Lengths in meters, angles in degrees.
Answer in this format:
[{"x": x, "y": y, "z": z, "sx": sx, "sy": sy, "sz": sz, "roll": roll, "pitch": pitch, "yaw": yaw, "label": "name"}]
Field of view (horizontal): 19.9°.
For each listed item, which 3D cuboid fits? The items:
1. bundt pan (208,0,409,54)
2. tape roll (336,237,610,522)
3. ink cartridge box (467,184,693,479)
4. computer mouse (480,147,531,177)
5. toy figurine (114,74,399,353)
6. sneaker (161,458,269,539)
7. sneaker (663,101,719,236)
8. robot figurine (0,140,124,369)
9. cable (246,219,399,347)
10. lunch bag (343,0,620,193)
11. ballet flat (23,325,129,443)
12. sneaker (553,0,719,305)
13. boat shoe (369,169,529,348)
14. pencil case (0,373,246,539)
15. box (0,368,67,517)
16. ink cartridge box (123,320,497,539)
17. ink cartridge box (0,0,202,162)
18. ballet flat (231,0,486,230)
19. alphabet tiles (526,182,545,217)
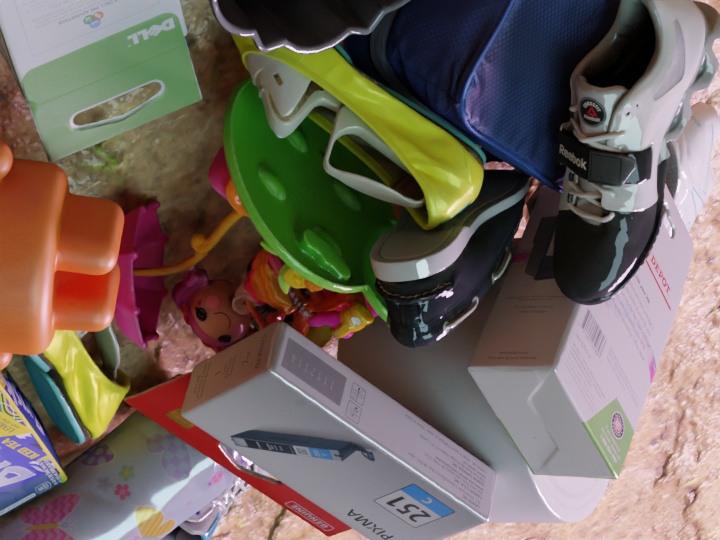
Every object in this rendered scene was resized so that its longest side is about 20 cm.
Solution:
[{"x": -0.028, "y": -0.227, "z": 1.154, "sx": 0.201, "sy": 0.076, "sz": 0.203, "roll": -25, "pitch": 137, "yaw": -26, "label": "bundt pan"}, {"x": 0.089, "y": 0.079, "z": 1.461, "sx": 0.138, "sy": 0.204, "sz": 0.203, "roll": -5, "pitch": 154, "yaw": 28, "label": "tape roll"}, {"x": 0.151, "y": 0.023, "z": 1.358, "sx": 0.067, "sy": 0.201, "sz": 0.117, "roll": -1, "pitch": 137, "yaw": 34, "label": "ink cartridge box"}, {"x": 0.031, "y": -0.076, "z": 1.394, "sx": 0.198, "sy": 0.034, "sz": 0.059, "roll": -3, "pitch": 134, "yaw": -16, "label": "computer mouse"}, {"x": -0.076, "y": -0.003, "z": 1.328, "sx": 0.184, "sy": 0.151, "sz": 0.200, "roll": -30, "pitch": 115, "yaw": 34, "label": "toy figurine"}, {"x": -0.115, "y": 0.166, "z": 1.541, "sx": 0.199, "sy": 0.087, "sz": 0.075, "roll": -21, "pitch": 140, "yaw": -17, "label": "sneaker"}, {"x": 0.234, "y": -0.046, "z": 1.571, "sx": 0.080, "sy": 0.070, "sz": 0.201, "roll": -33, "pitch": 153, "yaw": -31, "label": "sneaker"}, {"x": -0.240, "y": -0.014, "z": 1.199, "sx": 0.198, "sy": 0.118, "sz": 0.144, "roll": 5, "pitch": 158, "yaw": -4, "label": "robot figurine"}, {"x": 0.000, "y": 0.000, "z": 1.416, "sx": 0.199, "sy": 0.097, "sz": 0.050, "roll": -27, "pitch": 131, "yaw": 1, "label": "cable"}, {"x": 0.094, "y": -0.146, "z": 1.307, "sx": 0.200, "sy": 0.132, "sz": 0.136, "roll": 30, "pitch": 92, "yaw": -51, "label": "lunch bag"}, {"x": -0.199, "y": 0.043, "z": 1.357, "sx": 0.067, "sy": 0.067, "sz": 0.200, "roll": -42, "pitch": 149, "yaw": -14, "label": "ballet flat"}, {"x": 0.149, "y": -0.080, "z": 1.251, "sx": 0.088, "sy": 0.074, "sz": 0.201, "roll": 15, "pitch": 94, "yaw": -50, "label": "sneaker"}, {"x": 0.058, "y": -0.013, "z": 1.290, "sx": 0.200, "sy": 0.075, "sz": 0.061, "roll": -39, "pitch": 124, "yaw": -56, "label": "boat shoe"}, {"x": -0.177, "y": 0.160, "z": 1.457, "sx": 0.200, "sy": 0.091, "sz": 0.083, "roll": -39, "pitch": 151, "yaw": -13, "label": "pencil case"}, {"x": -0.266, "y": 0.085, "z": 1.360, "sx": 0.070, "sy": 0.064, "sz": 0.200, "roll": -29, "pitch": 144, "yaw": -5, "label": "box"}, {"x": -0.038, "y": 0.126, "z": 1.364, "sx": 0.200, "sy": 0.045, "sz": 0.176, "roll": 36, "pitch": 139, "yaw": -26, "label": "ink cartridge box"}, {"x": -0.162, "y": -0.163, "z": 1.160, "sx": 0.103, "sy": 0.059, "sz": 0.201, "roll": -24, "pitch": 143, "yaw": -11, "label": "ink cartridge box"}, {"x": -0.016, "y": -0.096, "z": 1.236, "sx": 0.067, "sy": 0.200, "sz": 0.067, "roll": -53, "pitch": 179, "yaw": -18, "label": "ballet flat"}, {"x": 0.164, "y": -0.029, "z": 1.456, "sx": 0.167, "sy": 0.006, "sz": 0.201, "roll": -51, "pitch": 130, "yaw": -50, "label": "alphabet tiles"}]
